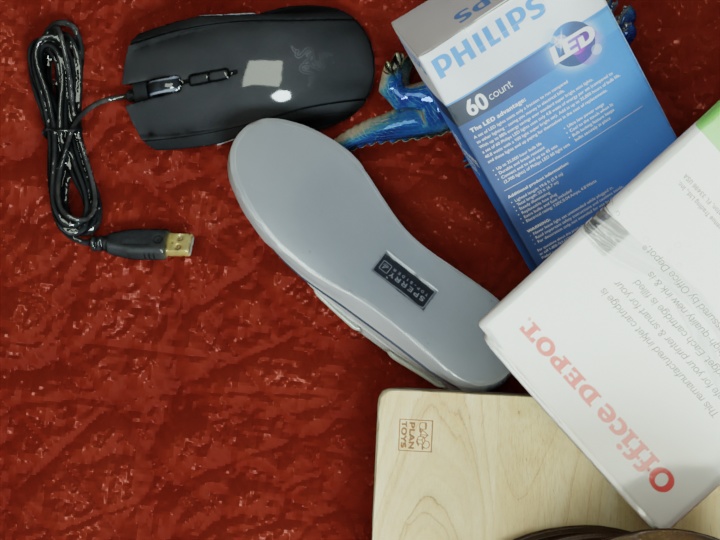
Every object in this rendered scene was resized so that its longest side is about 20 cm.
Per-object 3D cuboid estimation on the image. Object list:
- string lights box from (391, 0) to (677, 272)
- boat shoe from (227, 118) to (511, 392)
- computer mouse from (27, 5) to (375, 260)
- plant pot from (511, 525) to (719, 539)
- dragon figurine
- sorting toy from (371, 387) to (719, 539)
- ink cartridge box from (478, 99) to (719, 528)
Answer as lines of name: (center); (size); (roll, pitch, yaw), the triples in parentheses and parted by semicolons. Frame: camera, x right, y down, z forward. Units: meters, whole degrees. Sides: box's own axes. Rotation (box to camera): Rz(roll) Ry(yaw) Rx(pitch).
string lights box: (0.110, -0.071, 1.523); (0.103, 0.059, 0.200); (-31, 117, 0)
boat shoe: (0.000, 0.000, 1.579); (0.200, 0.065, 0.074); (46, 69, 3)
computer mouse: (-0.091, -0.078, 1.598); (0.199, 0.046, 0.141); (-3, 88, 5)
plant pot: (0.131, 0.215, 1.404); (0.200, 0.198, 0.201); (1, 78, -7)
dragon figurine: (0.065, -0.093, 1.577); (0.200, 0.059, 0.099); (-45, 85, 2)
sorting toy: (0.106, 0.168, 1.563); (0.198, 0.070, 0.201); (3, 90, 4)
ink cartridge box: (0.182, 0.014, 1.468); (0.200, 0.084, 0.146); (-42, 86, 7)
